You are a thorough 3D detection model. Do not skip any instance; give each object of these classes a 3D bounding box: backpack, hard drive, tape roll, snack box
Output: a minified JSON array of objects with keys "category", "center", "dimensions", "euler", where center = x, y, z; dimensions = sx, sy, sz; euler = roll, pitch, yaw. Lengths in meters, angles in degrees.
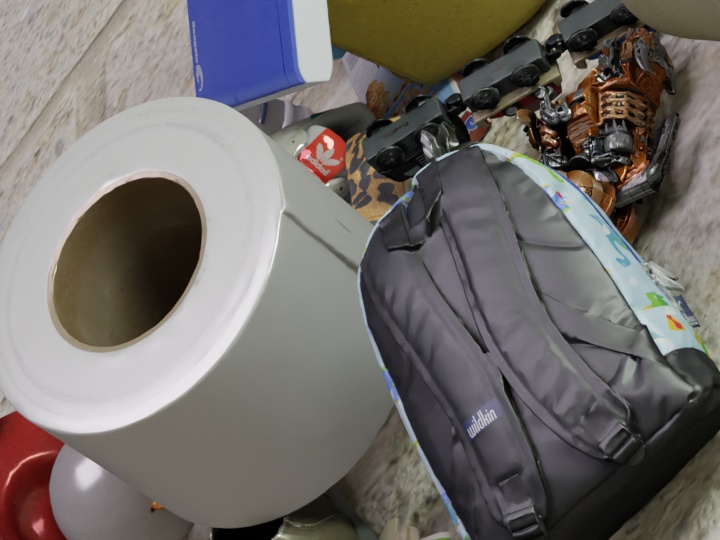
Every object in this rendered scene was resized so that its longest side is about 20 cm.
[{"category":"backpack","center":[0.083,0.034,1.400],"dimensions":[0.163,0.153,0.200],"euler":[-47,70,22]},{"category":"hard drive","center":[-0.065,-0.168,1.687],"dimensions":[0.200,0.025,0.133],"euler":[173,92,-71]},{"category":"tape roll","center":[-0.089,0.024,1.557],"dimensions":[0.202,0.139,0.204],"euler":[-18,55,28]},{"category":"snack box","center":[0.033,-0.116,1.804],"dimensions":[0.072,0.024,0.200],"euler":[-53,26,18]}]

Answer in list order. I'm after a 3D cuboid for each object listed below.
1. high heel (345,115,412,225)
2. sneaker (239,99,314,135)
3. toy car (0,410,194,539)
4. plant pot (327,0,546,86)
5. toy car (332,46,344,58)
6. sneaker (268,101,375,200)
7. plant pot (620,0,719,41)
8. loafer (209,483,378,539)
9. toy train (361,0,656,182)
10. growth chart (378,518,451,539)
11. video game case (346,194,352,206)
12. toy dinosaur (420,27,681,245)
[{"category":"high heel","center":[0.000,0.000,1.663],"dimensions":[0.142,0.071,0.200],"euler":[21,70,48]},{"category":"sneaker","center":[-0.115,-0.078,1.990],"dimensions":[0.200,0.082,0.075],"euler":[-37,35,44]},{"category":"toy car","center":[-0.161,0.134,1.767],"dimensions":[0.200,0.184,0.178],"euler":[-37,34,31]},{"category":"plant pot","center":[0.023,-0.234,1.738],"dimensions":[0.201,0.195,0.194],"euler":[-62,27,12]},{"category":"toy car","center":[-0.066,-0.278,1.931],"dimensions":[0.185,0.199,0.177],"euler":[-61,25,6]},{"category":"sneaker","center":[-0.054,-0.049,1.742],"dimensions":[0.093,0.070,0.200],"euler":[-40,2,37]},{"category":"plant pot","center":[0.196,-0.189,1.400],"dimensions":[0.200,0.186,0.188],"euler":[141,149,-68]},{"category":"loafer","center":[-0.051,0.140,1.630],"dimensions":[0.076,0.069,0.200],"euler":[-61,23,-2]},{"category":"toy train","center":[0.091,-0.108,1.607],"dimensions":[0.199,0.046,0.034],"euler":[-31,48,18]},{"category":"growth chart","center":[0.009,0.204,1.544],"dimensions":[0.200,0.018,0.146],"euler":[-11,56,60]},{"category":"video game case","center":[-0.068,0.008,1.890],"dimensions":[0.200,0.018,0.144],"euler":[-38,35,44]},{"category":"toy dinosaur","center":[0.104,-0.038,1.517],"dimensions":[0.135,0.102,0.200],"euler":[-1,41,45]}]
